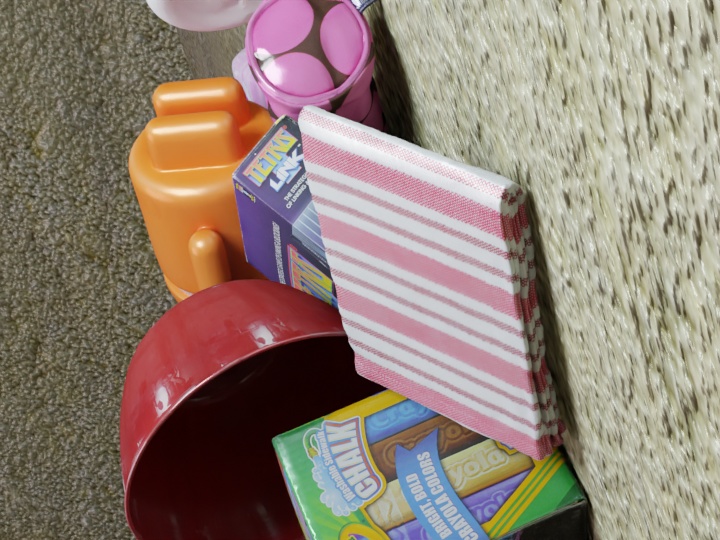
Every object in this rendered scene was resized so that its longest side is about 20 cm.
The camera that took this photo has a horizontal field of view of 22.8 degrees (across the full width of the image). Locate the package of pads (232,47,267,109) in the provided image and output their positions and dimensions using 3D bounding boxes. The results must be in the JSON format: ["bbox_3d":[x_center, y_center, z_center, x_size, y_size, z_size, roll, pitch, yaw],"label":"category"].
[{"bbox_3d":[-0.047,-0.120,1.406,0.200,0.075,0.122,-135,27,-76],"label":"package of pads"}]

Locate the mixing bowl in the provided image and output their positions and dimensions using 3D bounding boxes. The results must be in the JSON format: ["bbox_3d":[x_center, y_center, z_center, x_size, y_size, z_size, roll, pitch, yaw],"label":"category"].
[{"bbox_3d":[-0.075,0.080,1.133,0.109,0.199,0.201,55,166,38],"label":"mixing bowl"}]

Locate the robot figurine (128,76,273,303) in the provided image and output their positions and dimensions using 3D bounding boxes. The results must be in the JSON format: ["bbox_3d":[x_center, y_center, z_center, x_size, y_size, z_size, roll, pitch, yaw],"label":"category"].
[{"bbox_3d":[-0.099,-0.045,1.296,0.144,0.116,0.201,40,153,43],"label":"robot figurine"}]

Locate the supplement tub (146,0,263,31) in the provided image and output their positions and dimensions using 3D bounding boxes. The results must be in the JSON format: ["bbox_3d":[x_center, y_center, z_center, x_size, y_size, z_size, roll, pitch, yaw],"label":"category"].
[{"bbox_3d":[-0.116,-0.279,1.228,0.132,0.131,0.201,82,165,-65],"label":"supplement tub"}]

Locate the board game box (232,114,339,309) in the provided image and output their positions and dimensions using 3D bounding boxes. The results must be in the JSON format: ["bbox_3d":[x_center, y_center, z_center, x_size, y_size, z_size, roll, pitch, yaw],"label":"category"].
[{"bbox_3d":[0.000,0.000,1.141,0.165,0.057,0.200,37,168,9],"label":"board game box"}]

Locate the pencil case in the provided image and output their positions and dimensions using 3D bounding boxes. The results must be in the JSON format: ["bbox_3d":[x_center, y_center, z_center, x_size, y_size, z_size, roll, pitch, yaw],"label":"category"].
[{"bbox_3d":[-0.024,-0.113,1.166,0.094,0.090,0.200,58,172,19],"label":"pencil case"}]

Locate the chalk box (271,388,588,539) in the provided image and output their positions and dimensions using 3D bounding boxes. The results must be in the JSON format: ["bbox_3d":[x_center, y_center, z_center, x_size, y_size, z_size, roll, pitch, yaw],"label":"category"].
[{"bbox_3d":[0.025,0.156,1.082,0.125,0.198,0.125,78,169,-54],"label":"chalk box"}]

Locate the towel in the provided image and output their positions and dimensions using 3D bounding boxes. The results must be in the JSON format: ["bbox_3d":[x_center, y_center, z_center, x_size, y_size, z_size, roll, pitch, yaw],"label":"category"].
[{"bbox_3d":[0.040,0.006,0.970,0.145,0.030,0.201,23,142,35],"label":"towel"}]
